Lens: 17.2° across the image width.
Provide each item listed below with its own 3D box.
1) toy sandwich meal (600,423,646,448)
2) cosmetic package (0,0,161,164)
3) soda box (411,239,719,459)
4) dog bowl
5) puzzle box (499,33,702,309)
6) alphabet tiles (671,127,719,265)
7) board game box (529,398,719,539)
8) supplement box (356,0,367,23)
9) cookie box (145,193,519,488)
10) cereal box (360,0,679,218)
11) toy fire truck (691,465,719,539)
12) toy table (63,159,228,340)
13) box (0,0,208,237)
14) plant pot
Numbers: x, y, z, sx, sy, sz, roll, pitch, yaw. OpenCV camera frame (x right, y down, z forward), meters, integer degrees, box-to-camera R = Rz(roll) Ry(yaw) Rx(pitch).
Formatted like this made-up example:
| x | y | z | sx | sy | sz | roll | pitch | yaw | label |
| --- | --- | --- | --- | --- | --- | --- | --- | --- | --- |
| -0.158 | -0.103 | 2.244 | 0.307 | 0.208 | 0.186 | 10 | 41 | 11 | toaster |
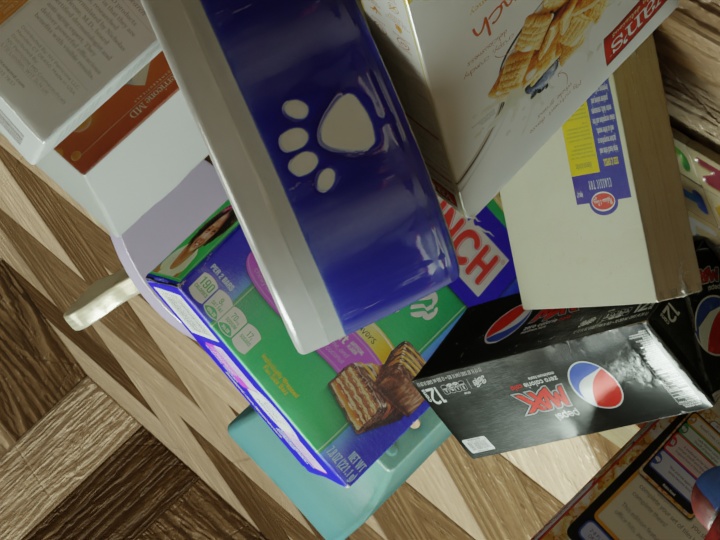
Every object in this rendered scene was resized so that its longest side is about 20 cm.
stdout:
| x | y | z | sx | sy | sz | roll | pitch | yaw | label |
| --- | --- | --- | --- | --- | --- | --- | --- | --- | --- |
| 0.179 | 0.095 | 1.438 | 0.205 | 0.070 | 0.205 | 45 | 167 | 13 | toy sandwich meal |
| -0.145 | -0.160 | 1.434 | 0.071 | 0.200 | 0.101 | 48 | 167 | -4 | cosmetic package |
| 0.121 | 0.046 | 1.296 | 0.199 | 0.071 | 0.063 | -17 | 116 | 51 | soda box |
| -0.032 | -0.071 | 1.021 | 0.200 | 0.078 | 0.201 | 155 | 90 | -88 | dog bowl |
| 0.110 | -0.048 | 1.187 | 0.200 | 0.025 | 0.134 | 175 | 84 | -75 | puzzle box |
| 0.209 | 0.002 | 1.198 | 0.200 | 0.006 | 0.167 | 36 | 163 | 42 | alphabet tiles |
| 0.189 | 0.156 | 1.292 | 0.152 | 0.200 | 0.046 | 46 | 168 | 6 | board game box |
| -0.013 | -0.163 | 1.212 | 0.103 | 0.101 | 0.200 | 49 | 167 | -8 | supplement box |
| 0.000 | 0.000 | 1.446 | 0.171 | 0.200 | 0.075 | 50 | 166 | -19 | cookie box |
| 0.067 | -0.125 | 0.965 | 0.039 | 0.144 | 0.200 | 38 | 166 | 27 | cereal box |
| 0.244 | 0.151 | 1.146 | 0.168 | 0.199 | 0.113 | 45 | 127 | 32 | toy fire truck |
| -0.168 | -0.015 | 2.066 | 0.117 | 0.183 | 0.201 | -8 | 113 | 56 | toy table |
| -0.228 | -0.145 | 1.940 | 0.200 | 0.124 | 0.098 | 39 | 165 | 29 | box |
| 0.002 | 0.121 | 1.987 | 0.141 | 0.141 | 0.200 | 47 | 160 | -1 | plant pot |
